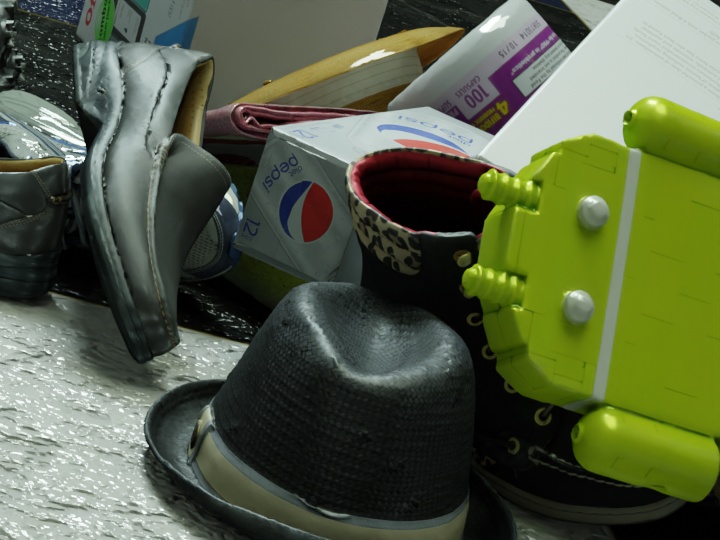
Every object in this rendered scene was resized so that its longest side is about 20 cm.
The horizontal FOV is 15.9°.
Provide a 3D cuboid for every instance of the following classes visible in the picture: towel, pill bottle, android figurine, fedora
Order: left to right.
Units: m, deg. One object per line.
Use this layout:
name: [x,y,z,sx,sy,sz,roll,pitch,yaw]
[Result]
towel: [-0.085,-0.073,1.521,0.143,0.023,0.199,1,-6,-43]
fedora: [-0.008,-0.091,1.663,0.199,0.082,0.201,-21,-2,-1]
fedora: [-0.002,0.062,1.173,0.199,0.092,0.201,18,15,-5]
pill bottle: [0.117,-0.056,1.554,0.200,0.112,0.112,49,16,-2]
android figurine: [0.135,0.010,1.194,0.199,0.183,0.041,20,-19,-23]

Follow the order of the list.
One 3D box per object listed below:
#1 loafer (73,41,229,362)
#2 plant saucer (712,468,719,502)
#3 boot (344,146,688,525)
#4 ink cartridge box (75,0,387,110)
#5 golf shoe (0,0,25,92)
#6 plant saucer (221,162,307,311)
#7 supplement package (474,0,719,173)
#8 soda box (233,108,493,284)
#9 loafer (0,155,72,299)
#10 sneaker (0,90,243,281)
loafer: [-0.102,-0.043,1.303,0.072,0.073,0.201,-9,53,-1]
plant saucer: [0.219,0.084,1.310,0.200,0.035,0.201,33,42,-36]
boot: [0.073,0.031,1.246,0.199,0.151,0.073,25,50,31]
ink cartridge box: [-0.093,-0.192,1.849,0.145,0.148,0.200,10,17,-28]
golf shoe: [-0.259,-0.114,1.552,0.094,0.078,0.200,1,14,0]
plant saucer: [0.000,0.000,1.480,0.199,0.048,0.199,4,21,-45]
supplement package: [0.136,-0.041,1.345,0.121,0.120,0.200,36,48,9]
soda box: [0.013,-0.041,1.390,0.063,0.069,0.200,25,16,21]
loafer: [-0.243,-0.049,1.310,0.199,0.073,0.073,15,17,-12]
sneaker: [-0.155,-0.035,1.401,0.199,0.078,0.085,19,23,28]
